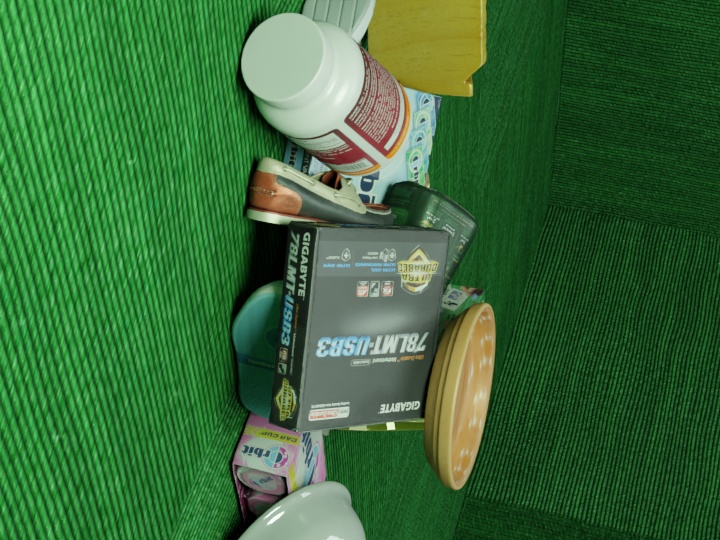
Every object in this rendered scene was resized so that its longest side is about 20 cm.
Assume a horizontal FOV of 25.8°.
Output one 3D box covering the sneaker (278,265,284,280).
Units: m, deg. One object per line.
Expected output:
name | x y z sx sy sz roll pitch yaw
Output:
sneaker | 0.000 0.000 1.745 0.199 0.078 0.116 -26 137 -19

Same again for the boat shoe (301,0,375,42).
boat shoe | -0.011 -0.280 1.639 0.071 0.071 0.201 78 24 -53

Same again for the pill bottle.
pill bottle | -0.033 -0.170 1.502 0.200 0.112 0.114 32 69 -64

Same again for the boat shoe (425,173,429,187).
boat shoe | 0.055 -0.110 1.869 0.071 0.064 0.201 -39 -144 35

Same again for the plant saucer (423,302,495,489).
plant saucer | 0.105 0.132 1.683 0.200 0.037 0.202 10 90 -75

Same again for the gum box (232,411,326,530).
gum box | -0.088 0.228 1.770 0.201 0.065 0.114 86 19 -53

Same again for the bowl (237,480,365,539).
bowl | -0.062 0.337 1.723 0.200 0.090 0.202 -32 146 -25

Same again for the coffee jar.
coffee jar | 0.043 0.013 1.695 0.104 0.085 0.201 34 77 -36

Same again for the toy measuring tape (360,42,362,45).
toy measuring tape | -0.004 -0.168 1.785 0.074 0.073 0.202 58 45 -73

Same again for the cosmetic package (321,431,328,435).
cosmetic package | -0.044 0.079 1.827 0.106 0.070 0.201 85 20 -51

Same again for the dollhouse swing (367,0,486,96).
dollhouse swing | 0.085 -0.327 1.816 0.176 0.180 0.202 -42 135 -57

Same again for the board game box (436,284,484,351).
board game box | 0.054 0.079 1.790 0.201 0.133 0.029 -62 155 -50

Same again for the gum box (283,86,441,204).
gum box | -0.001 -0.122 1.704 0.199 0.044 0.172 6 96 -50

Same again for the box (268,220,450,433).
box | 0.001 0.054 1.566 0.199 0.049 0.201 1 97 -47

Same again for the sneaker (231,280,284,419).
sneaker | -0.078 0.049 1.632 0.201 0.079 0.131 102 9 -50

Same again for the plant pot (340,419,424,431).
plant pot | 0.049 0.109 2.110 0.187 0.185 0.202 39 49 -77

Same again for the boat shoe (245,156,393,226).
boat shoe | -0.035 -0.072 1.593 0.199 0.071 0.063 7 93 -47
